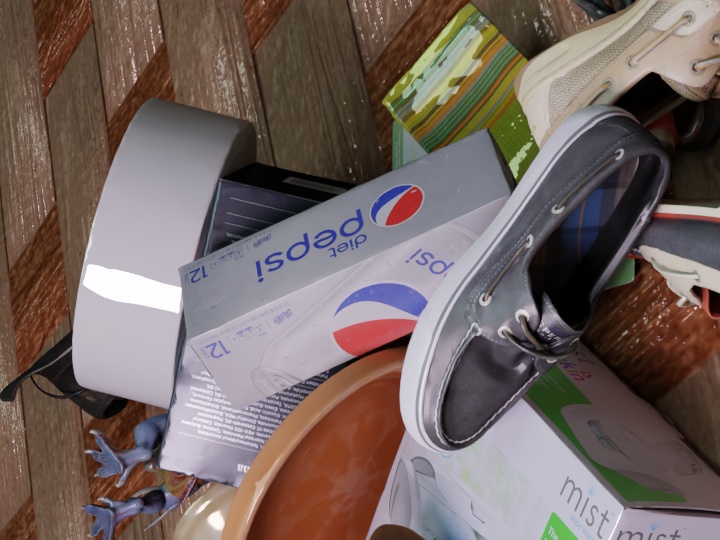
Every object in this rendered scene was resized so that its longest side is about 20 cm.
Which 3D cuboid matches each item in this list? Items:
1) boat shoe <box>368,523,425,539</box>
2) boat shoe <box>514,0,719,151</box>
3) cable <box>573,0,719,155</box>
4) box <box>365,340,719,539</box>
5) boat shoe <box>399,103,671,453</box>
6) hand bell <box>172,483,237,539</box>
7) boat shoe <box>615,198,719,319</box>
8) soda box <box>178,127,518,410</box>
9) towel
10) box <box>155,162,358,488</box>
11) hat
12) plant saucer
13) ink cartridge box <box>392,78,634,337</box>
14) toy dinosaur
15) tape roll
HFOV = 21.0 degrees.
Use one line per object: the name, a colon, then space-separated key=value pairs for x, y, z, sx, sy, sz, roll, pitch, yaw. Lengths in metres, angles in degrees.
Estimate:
boat shoe: x=0.032 y=0.226 z=0.988 sx=0.070 sy=0.070 sz=0.201 roll=-54 pitch=40 yaw=34
boat shoe: x=0.173 y=-0.116 z=1.005 sx=0.200 sy=0.071 sz=0.065 roll=-33 pitch=60 yaw=30
cable: x=0.146 y=-0.127 z=1.090 sx=0.097 sy=0.050 sz=0.201 roll=-24 pitch=59 yaw=36
box: x=0.101 y=0.150 z=1.056 sx=0.200 sy=0.096 sz=0.177 roll=50 pitch=126 yaw=53
boat shoe: x=0.092 y=0.012 z=0.976 sx=0.200 sy=0.070 sz=0.066 roll=-55 pitch=32 yaw=4
hand bell: x=-0.038 y=0.237 z=1.294 sx=0.200 sy=0.104 sz=0.104 roll=54 pitch=128 yaw=36
boat shoe: x=0.184 y=-0.006 z=0.983 sx=0.200 sy=0.071 sz=0.063 roll=6 pitch=100 yaw=63
soda box: x=0.000 y=0.000 z=1.092 sx=0.199 sy=0.064 sz=0.068 roll=-25 pitch=38 yaw=8
towel: x=0.092 y=-0.070 z=1.142 sx=0.086 sy=0.018 sz=0.200 roll=-51 pitch=53 yaw=17
box: x=-0.050 y=0.033 z=1.246 sx=0.200 sy=0.104 sz=0.183 roll=-59 pitch=-19 yaw=-84
hat: x=-0.202 y=0.071 z=1.588 sx=0.200 sy=0.081 sz=0.201 roll=-41 pitch=5 yaw=4
plant saucer: x=-0.004 y=0.131 z=1.133 sx=0.032 sy=0.200 sz=0.201 roll=35 pitch=114 yaw=36
ink cartridge box: x=0.087 y=-0.045 z=1.178 sx=0.200 sy=0.048 sz=0.146 roll=-22 pitch=63 yaw=58
toy dinosaur: x=-0.115 y=0.138 z=1.369 sx=0.199 sy=0.181 sz=0.106 roll=10 pitch=108 yaw=42
tape roll: x=-0.128 y=-0.010 z=1.296 sx=0.202 sy=0.070 sz=0.204 roll=14 pitch=-90 yaw=-86
